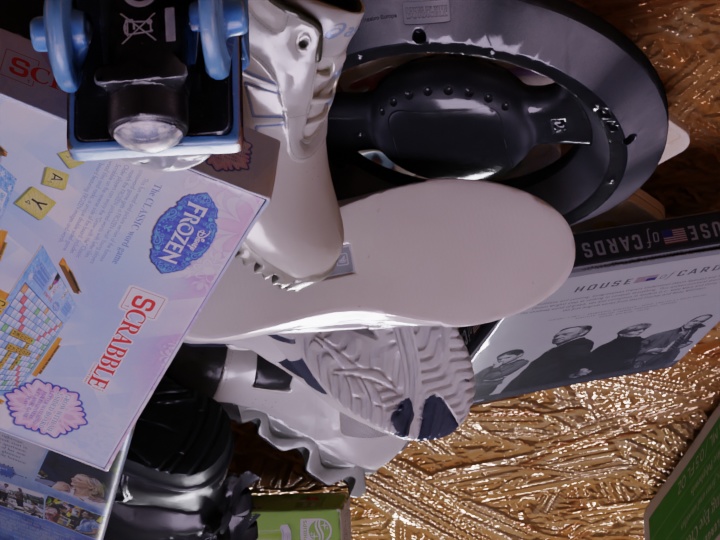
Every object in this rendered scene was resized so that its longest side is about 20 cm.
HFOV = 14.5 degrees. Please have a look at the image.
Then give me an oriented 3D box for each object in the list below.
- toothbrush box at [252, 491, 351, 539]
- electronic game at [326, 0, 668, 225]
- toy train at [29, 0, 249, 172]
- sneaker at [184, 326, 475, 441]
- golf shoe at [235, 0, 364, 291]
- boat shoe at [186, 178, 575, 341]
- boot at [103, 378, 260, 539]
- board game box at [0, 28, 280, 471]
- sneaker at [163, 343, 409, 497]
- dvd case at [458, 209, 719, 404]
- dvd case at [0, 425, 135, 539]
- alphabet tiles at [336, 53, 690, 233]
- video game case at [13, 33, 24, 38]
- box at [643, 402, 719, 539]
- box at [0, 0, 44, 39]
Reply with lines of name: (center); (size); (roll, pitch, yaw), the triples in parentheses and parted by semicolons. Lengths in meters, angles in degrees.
toothbrush box: (-0.106, 0.180, 1.685); (0.200, 0.086, 0.146); (-1, 179, 1)
electronic game: (0.043, -0.072, 1.316); (0.200, 0.042, 0.200); (4, 148, 3)
toy train: (-0.081, -0.131, 1.122); (0.087, 0.200, 0.114); (-5, 160, 4)
sneaker: (-0.039, 0.017, 1.444); (0.199, 0.080, 0.130); (27, 174, -14)
golf shoe: (-0.037, -0.083, 1.233); (0.097, 0.078, 0.200); (-12, 116, 27)
boat shoe: (0.000, 0.000, 1.339); (0.200, 0.072, 0.069); (-13, -177, -1)
boot: (-0.147, 0.104, 1.537); (0.198, 0.073, 0.163); (21, 150, 12)
board game box: (-0.164, -0.016, 1.226); (0.199, 0.041, 0.200); (22, 134, -13)
sneaker: (-0.046, 0.041, 1.537); (0.200, 0.074, 0.089); (31, 114, -31)
dvd case: (0.127, 0.020, 1.477); (0.150, 0.025, 0.200); (-9, 160, -18)
dvd case: (-0.192, 0.087, 1.452); (0.143, 0.018, 0.200); (20, 147, -1)
alphabet tiles: (0.055, -0.050, 1.395); (0.196, 0.015, 0.200); (-28, 135, 36)
video game case: (-0.200, -0.023, 1.268); (0.200, 0.018, 0.143); (-17, 131, 23)
box: (0.291, 0.182, 1.672); (0.200, 0.171, 0.199); (6, 148, -12)
box: (-0.181, -0.059, 1.295); (0.200, 0.079, 0.141); (28, 134, -20)
